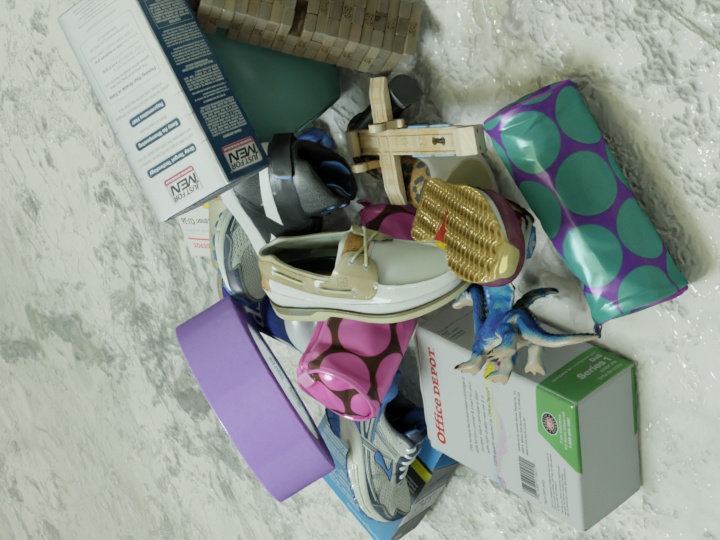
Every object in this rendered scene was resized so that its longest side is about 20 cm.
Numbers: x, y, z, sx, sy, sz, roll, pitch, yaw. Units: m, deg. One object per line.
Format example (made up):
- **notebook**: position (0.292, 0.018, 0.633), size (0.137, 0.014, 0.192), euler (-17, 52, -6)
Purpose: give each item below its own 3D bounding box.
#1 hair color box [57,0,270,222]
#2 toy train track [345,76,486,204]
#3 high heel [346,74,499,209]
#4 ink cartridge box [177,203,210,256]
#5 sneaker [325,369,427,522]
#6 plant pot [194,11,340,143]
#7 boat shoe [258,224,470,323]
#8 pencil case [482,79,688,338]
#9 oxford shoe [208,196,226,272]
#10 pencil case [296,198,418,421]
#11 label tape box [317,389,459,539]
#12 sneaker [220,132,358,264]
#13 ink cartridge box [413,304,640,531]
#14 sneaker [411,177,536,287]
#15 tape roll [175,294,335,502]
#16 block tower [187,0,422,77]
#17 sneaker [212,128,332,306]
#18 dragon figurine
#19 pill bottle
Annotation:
- **hair color box**: position (-0.169, -0.153, 1.369), size (0.100, 0.060, 0.200), euler (-25, 92, 42)
- **toy train track**: position (0.036, -0.109, 1.373), size (0.200, 0.032, 0.115), euler (5, 108, 57)
- **high heel**: position (0.060, -0.070, 1.462), size (0.200, 0.071, 0.143), euler (61, 155, 6)
- **ink cartridge box**: position (-0.152, -0.080, 1.749), size (0.116, 0.067, 0.200), euler (3, 117, 54)
- **sneaker**: position (0.028, 0.173, 1.570), size (0.085, 0.077, 0.200), euler (-8, 128, 14)
- **plant pot**: position (-0.115, -0.186, 1.502), size (0.161, 0.201, 0.201), euler (50, 149, -4)
- **boat shoe**: position (0.000, 0.000, 1.405), size (0.200, 0.075, 0.068), euler (-8, 129, 24)
- **pencil case**: position (0.179, -0.053, 1.280), size (0.200, 0.085, 0.092), euler (61, -176, 1)
- **oxford shoe**: position (-0.141, -0.092, 1.629), size (0.071, 0.074, 0.201), euler (-10, 74, 37)
- **pencil case**: position (0.006, 0.035, 1.488), size (0.094, 0.200, 0.091), euler (31, 155, -25)
- **label tape box**: position (0.031, 0.182, 1.699), size (0.144, 0.063, 0.200), euler (48, 139, 20)
- **sneaker**: position (-0.044, -0.047, 1.464), size (0.112, 0.073, 0.200), euler (-10, 144, 21)
- **ink cartridge box**: position (0.152, 0.125, 1.463), size (0.200, 0.084, 0.145), euler (25, 135, 43)
- **sneaker**: position (0.111, -0.030, 1.290), size (0.200, 0.090, 0.075), euler (-132, 56, -68)
- **tape roll**: position (-0.102, 0.125, 1.560), size (0.200, 0.066, 0.200), euler (58, 180, 0)
- **block tower**: position (-0.051, -0.221, 1.387), size (0.058, 0.200, 0.054), euler (131, 150, -70)
- **sneaker**: position (-0.081, -0.060, 1.572), size (0.085, 0.200, 0.077), euler (-4, 152, 40)
- **dragon figurine**: position (0.130, 0.036, 1.348), size (0.200, 0.059, 0.100), euler (148, 135, -64)
- **pill bottle**: position (-0.049, 0.023, 1.635), size (0.200, 0.120, 0.120), euler (22, 132, 45)
